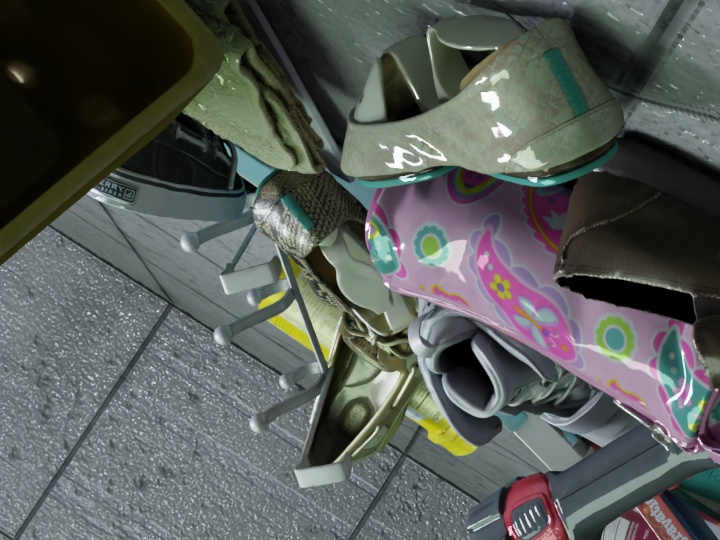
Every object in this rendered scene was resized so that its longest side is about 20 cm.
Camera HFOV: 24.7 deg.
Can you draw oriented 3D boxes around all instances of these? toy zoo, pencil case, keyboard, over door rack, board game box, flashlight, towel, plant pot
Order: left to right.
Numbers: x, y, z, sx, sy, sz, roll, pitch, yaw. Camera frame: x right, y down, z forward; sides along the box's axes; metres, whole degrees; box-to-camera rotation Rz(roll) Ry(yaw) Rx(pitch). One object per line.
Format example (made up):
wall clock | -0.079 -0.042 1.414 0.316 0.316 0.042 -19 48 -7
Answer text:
plant pot | -0.209 -0.084 0.767 0.196 0.194 0.200 48 164 -2
towel | -0.107 -0.125 0.828 0.200 0.036 0.148 36 169 27
over door rack | -0.064 0.041 1.065 0.200 0.067 0.148 -106 -3 -74
keyboard | -0.050 -0.103 0.874 0.056 0.011 0.200 23 164 24
toy zoo | 0.096 0.071 1.043 0.131 0.020 0.200 48 -172 8
pencil case | 0.098 0.008 0.742 0.200 0.087 0.087 30 171 27
flashlight | 0.145 0.109 0.862 0.068 0.068 0.200 43 126 -14
board game box | 0.179 0.129 1.052 0.200 0.019 0.103 56 -169 31

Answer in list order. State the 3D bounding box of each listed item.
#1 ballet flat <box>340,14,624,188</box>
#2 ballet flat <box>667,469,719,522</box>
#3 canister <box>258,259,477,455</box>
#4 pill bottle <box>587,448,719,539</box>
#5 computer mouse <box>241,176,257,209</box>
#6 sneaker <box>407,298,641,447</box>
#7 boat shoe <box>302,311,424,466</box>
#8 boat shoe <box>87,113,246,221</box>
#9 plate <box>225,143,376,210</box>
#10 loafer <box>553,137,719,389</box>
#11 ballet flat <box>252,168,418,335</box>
ballet flat | 0.039 -0.070 0.650 0.062 0.067 0.200 64 159 -14
ballet flat | 0.267 0.143 1.001 0.200 0.076 0.064 36 -157 10
canister | 0.021 0.054 1.288 0.200 0.087 0.149 34 172 0
pill bottle | 0.239 0.203 1.229 0.114 0.114 0.200 38 171 -31
computer mouse | -0.121 -0.078 1.226 0.140 0.046 0.200 31 167 -13
sneaker | 0.105 0.065 0.910 0.200 0.075 0.115 38 -151 -8
boat shoe | 0.007 0.070 1.173 0.073 0.063 0.201 39 133 16
boat shoe | -0.106 -0.071 0.958 0.074 0.068 0.199 21 -174 13
plate | -0.058 -0.074 1.054 0.200 0.026 0.200 32 171 6
loafer | 0.159 0.021 0.626 0.200 0.071 0.073 28 171 29
ballet flat | 0.000 0.000 0.993 0.075 0.068 0.200 53 -174 28
